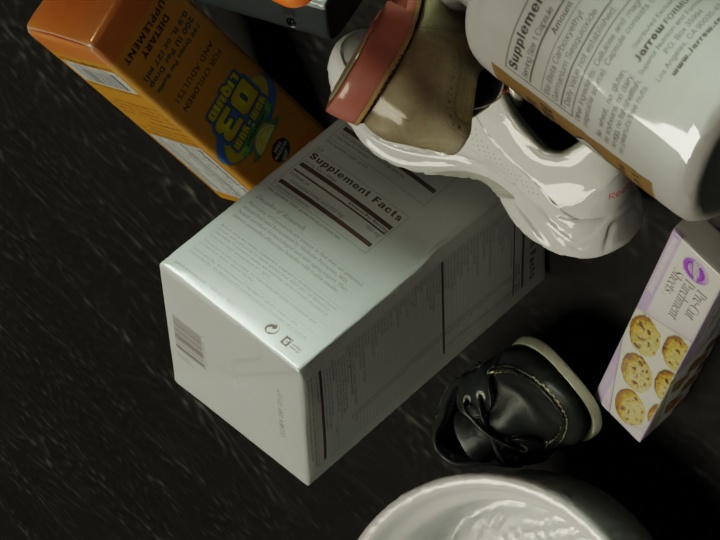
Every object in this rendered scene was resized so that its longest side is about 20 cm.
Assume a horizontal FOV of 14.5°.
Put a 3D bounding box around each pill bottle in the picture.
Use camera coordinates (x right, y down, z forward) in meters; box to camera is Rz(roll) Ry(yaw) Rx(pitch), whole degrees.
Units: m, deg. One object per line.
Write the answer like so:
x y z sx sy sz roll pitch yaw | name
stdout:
0.114 -0.123 1.322 0.200 0.114 0.114 40 153 23 | pill bottle

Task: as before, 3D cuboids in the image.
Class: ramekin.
0.093 0.212 1.683 0.200 0.098 0.201 2 96 23 | ramekin

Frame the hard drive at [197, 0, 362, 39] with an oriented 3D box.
-0.073 -0.195 1.441 0.200 0.140 0.033 18 144 21 | hard drive

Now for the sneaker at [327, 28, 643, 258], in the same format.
0.069 -0.093 1.504 0.200 0.078 0.100 28 141 23 | sneaker

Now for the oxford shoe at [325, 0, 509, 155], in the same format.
0.041 -0.107 1.410 0.075 0.200 0.071 32 122 -1 | oxford shoe

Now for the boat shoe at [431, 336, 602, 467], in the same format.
0.084 0.087 1.678 0.075 0.066 0.199 54 166 -7 | boat shoe

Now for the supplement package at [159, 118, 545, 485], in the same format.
0.000 0.000 1.577 0.109 0.200 0.114 36 151 26 | supplement package

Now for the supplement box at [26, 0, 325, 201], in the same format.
-0.104 -0.111 1.678 0.069 0.067 0.200 19 164 42 | supplement box

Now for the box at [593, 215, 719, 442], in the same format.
0.170 0.028 1.522 0.041 0.039 0.200 44 154 14 | box

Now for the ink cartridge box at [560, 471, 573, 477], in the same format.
0.161 0.246 1.796 0.200 0.075 0.165 44 155 15 | ink cartridge box

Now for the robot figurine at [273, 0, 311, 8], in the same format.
-0.003 -0.216 1.262 0.144 0.200 0.117 32 -179 12 | robot figurine
